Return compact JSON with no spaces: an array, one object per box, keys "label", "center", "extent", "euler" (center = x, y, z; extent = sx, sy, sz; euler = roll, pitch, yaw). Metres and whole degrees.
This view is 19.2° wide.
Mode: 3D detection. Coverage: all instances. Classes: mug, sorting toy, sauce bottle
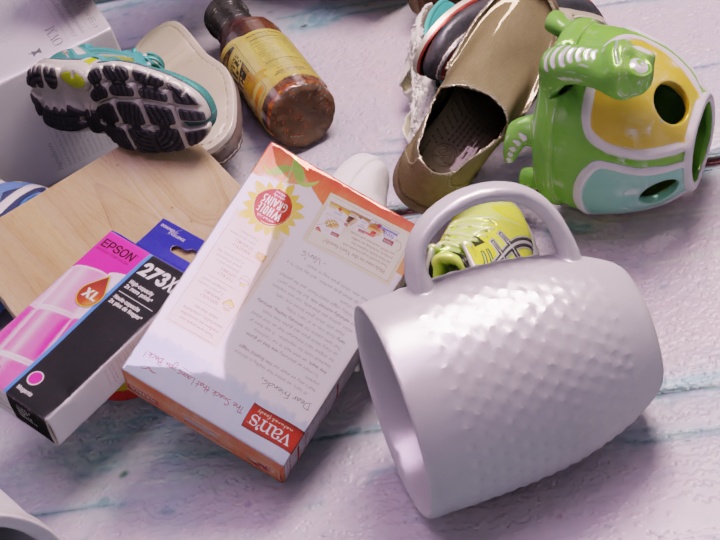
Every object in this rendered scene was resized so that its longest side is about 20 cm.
[{"label":"mug","center":[0.095,0.041,1.384],"extent":[0.175,0.201,0.148],"euler":[-18,14,-9]},{"label":"sorting toy","center":[-0.173,0.002,1.638],"extent":[0.198,0.070,0.200],"euler":[-32,47,-14]},{"label":"sauce bottle","center":[-0.084,-0.176,1.822],"extent":[0.066,0.066,0.200],"euler":[-27,37,-8]}]

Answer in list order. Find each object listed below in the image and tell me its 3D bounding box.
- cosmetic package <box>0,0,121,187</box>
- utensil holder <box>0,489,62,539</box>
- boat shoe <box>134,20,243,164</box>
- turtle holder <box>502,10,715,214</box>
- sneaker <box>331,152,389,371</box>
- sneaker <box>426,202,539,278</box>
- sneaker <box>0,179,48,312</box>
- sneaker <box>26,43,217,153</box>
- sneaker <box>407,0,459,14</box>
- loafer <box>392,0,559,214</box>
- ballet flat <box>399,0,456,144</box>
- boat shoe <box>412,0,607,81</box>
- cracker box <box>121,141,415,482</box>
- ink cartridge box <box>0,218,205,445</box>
[{"label":"cosmetic package","center":[-0.315,-0.166,1.866],"extent":[0.199,0.123,0.199],"euler":[-29,39,-8]},{"label":"utensil holder","center":[-0.303,0.195,1.406],"extent":[0.170,0.170,0.200],"euler":[-36,39,-18]},{"label":"boat shoe","center":[-0.137,-0.143,1.804],"extent":[0.072,0.060,0.200],"euler":[-36,38,0]},{"label":"turtle holder","center":[0.187,-0.122,1.544],"extent":[0.131,0.186,0.141],"euler":[15,47,18]},{"label":"sneaker","center":[0.000,0.000,1.584],"extent":[0.088,0.075,0.201],"euler":[10,55,19]},{"label":"sneaker","center":[0.083,-0.002,1.533],"extent":[0.075,0.077,0.200],"euler":[-9,38,17]},{"label":"sneaker","center":[-0.299,-0.003,1.708],"extent":[0.082,0.074,0.200],"euler":[2,45,23]},{"label":"sneaker","center":[-0.184,-0.150,1.693],"extent":[0.199,0.078,0.080],"euler":[18,43,41]},{"label":"sneaker","center":[0.120,-0.290,1.856],"extent":[0.075,0.071,0.200],"euler":[21,55,36]},{"label":"loafer","center":[0.095,-0.132,1.590],"extent":[0.076,0.067,0.201],"euler":[28,79,-4]},{"label":"ballet flat","center":[0.058,-0.147,1.727],"extent":[0.071,0.072,0.200],"euler":[-12,38,11]},{"label":"boat shoe","center":[0.123,-0.182,1.691],"extent":[0.200,0.071,0.063],"euler":[-21,57,-44]},{"label":"cracker box","center":[-0.059,0.029,1.493],"extent":[0.134,0.058,0.200],"euler":[30,72,8]},{"label":"ink cartridge box","center":[-0.184,0.033,1.541],"extent":[0.094,0.037,0.200],"euler":[27,58,35]}]
